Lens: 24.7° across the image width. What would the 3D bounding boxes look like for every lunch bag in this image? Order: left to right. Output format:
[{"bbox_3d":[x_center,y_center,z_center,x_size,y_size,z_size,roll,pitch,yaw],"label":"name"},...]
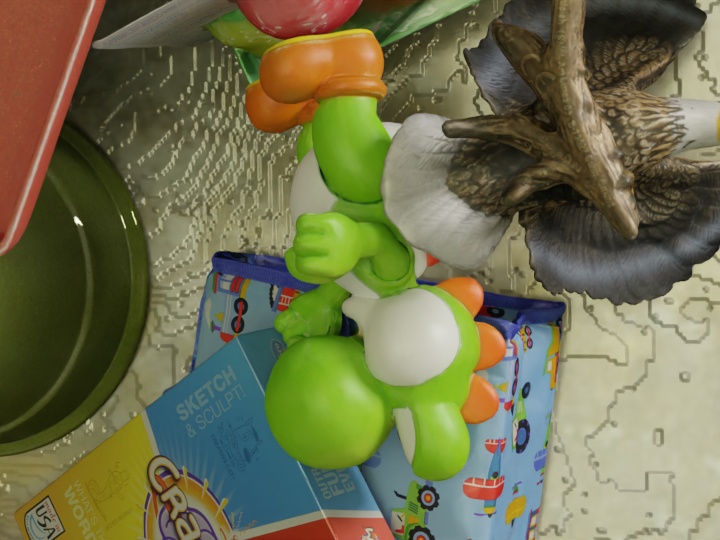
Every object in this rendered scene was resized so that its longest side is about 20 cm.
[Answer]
[{"bbox_3d":[-0.010,0.077,0.838,0.198,0.094,0.152,10,99,24],"label":"lunch bag"}]

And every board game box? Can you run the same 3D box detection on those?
[{"bbox_3d":[-0.077,0.142,0.819,0.200,0.040,0.154,-38,73,34],"label":"board game box"}]

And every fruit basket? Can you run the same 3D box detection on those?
[{"bbox_3d":[-0.018,-0.149,0.760,0.184,0.200,0.094,-24,88,13],"label":"fruit basket"}]

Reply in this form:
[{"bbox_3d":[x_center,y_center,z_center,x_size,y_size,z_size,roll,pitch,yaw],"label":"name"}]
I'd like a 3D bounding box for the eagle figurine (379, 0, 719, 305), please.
[{"bbox_3d":[0.111,-0.062,0.741,0.150,0.200,0.153,29,102,10],"label":"eagle figurine"}]

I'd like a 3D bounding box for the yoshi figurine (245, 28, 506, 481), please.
[{"bbox_3d":[-0.014,0.004,0.737,0.111,0.112,0.202,-20,84,37],"label":"yoshi figurine"}]

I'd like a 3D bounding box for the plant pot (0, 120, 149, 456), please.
[{"bbox_3d":[-0.229,0.009,0.820,0.198,0.190,0.202,1,94,12],"label":"plant pot"}]

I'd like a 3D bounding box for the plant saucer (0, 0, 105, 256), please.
[{"bbox_3d":[-0.189,-0.105,0.701,0.198,0.037,0.202,9,73,26],"label":"plant saucer"}]
